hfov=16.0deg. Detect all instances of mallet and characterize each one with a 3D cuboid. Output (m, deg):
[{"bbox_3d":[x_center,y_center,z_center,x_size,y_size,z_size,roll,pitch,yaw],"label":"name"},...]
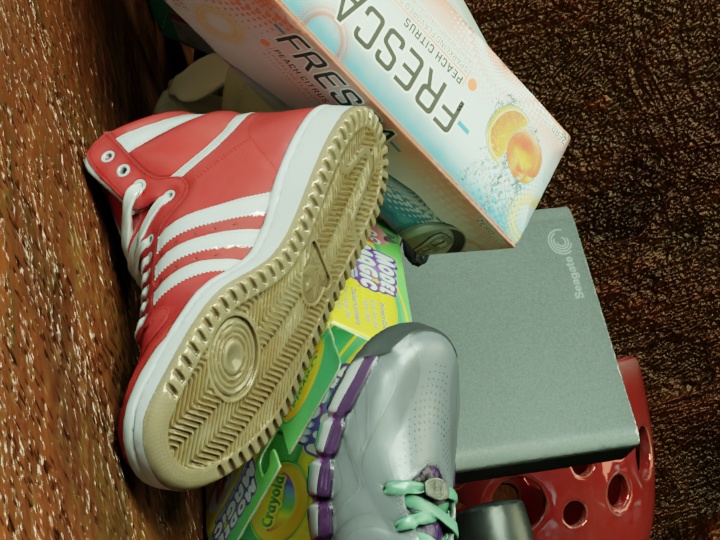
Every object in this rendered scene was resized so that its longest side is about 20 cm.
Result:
[{"bbox_3d":[0.042,0.162,1.424,0.200,0.041,0.066,-13,-95,65],"label":"mallet"}]

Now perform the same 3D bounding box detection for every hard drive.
[{"bbox_3d":[0.036,0.043,1.331,0.033,0.199,0.140,127,-47,-58],"label":"hard drive"}]

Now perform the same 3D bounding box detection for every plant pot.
[{"bbox_3d":[0.099,0.160,1.676,0.200,0.199,0.184,-11,91,-85],"label":"plant pot"}]

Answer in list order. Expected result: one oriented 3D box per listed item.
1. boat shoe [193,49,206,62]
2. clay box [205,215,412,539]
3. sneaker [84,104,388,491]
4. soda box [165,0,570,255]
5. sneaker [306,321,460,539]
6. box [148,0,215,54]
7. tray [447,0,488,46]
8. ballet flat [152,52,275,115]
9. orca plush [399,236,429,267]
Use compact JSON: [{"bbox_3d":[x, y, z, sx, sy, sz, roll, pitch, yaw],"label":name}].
[{"bbox_3d":[-0.048,-0.090,1.396,0.201,0.073,0.076,-101,-161,-52],"label":"boat shoe"},{"bbox_3d":[-0.024,0.042,1.111,0.047,0.115,0.200,24,23,-16],"label":"clay box"},{"bbox_3d":[-0.074,0.006,1.015,0.200,0.112,0.072,-60,143,-41],"label":"sneaker"},{"bbox_3d":[-0.002,-0.092,1.081,0.200,0.068,0.064,45,62,-29],"label":"soda box"},{"bbox_3d":[0.023,0.124,0.996,0.074,0.087,0.202,8,95,-44],"label":"sneaker"},{"bbox_3d":[-0.008,-0.180,1.377,0.117,0.200,0.049,28,-34,49],"label":"box"},{"bbox_3d":[-0.002,-0.146,1.304,0.022,0.107,0.201,26,-26,51],"label":"tray"},{"bbox_3d":[-0.066,-0.074,1.220,0.200,0.069,0.070,-22,-96,69],"label":"ballet flat"},{"bbox_3d":[0.000,0.000,1.279,0.071,0.104,0.202,16,71,-66],"label":"orca plush"}]
